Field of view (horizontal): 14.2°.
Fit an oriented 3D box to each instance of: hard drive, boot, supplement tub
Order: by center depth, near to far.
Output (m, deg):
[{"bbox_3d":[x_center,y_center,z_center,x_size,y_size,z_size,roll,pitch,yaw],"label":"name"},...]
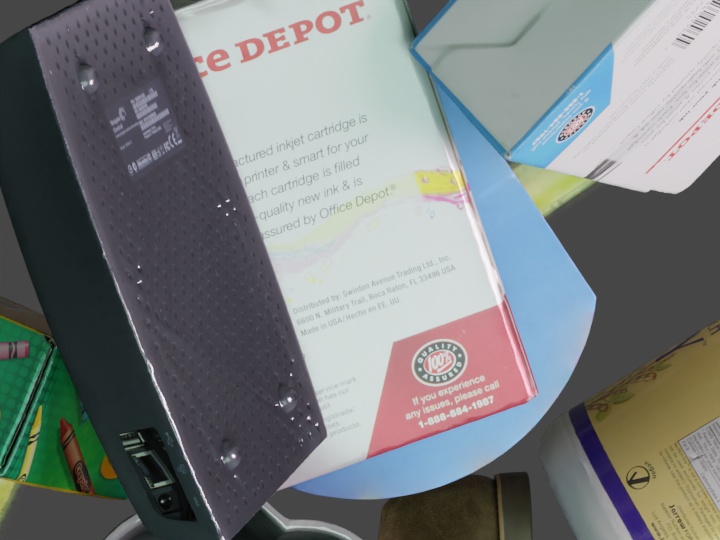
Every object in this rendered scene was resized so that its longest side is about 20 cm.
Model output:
[{"bbox_3d":[-0.078,-0.005,1.083,0.042,0.135,0.200,-16,101,22],"label":"hard drive"},{"bbox_3d":[0.198,0.084,1.297,0.200,0.145,0.145,-32,122,6],"label":"supplement tub"},{"bbox_3d":[0.044,0.195,1.340,0.075,0.074,0.200,-1,79,-2],"label":"boot"}]

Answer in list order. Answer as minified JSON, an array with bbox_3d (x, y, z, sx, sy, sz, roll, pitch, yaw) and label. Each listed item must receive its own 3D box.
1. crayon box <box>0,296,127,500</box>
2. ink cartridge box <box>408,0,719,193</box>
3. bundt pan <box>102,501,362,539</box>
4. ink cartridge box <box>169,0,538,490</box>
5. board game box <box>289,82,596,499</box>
[{"bbox_3d":[-0.187,0.025,1.131,0.200,0.119,0.058,22,89,20],"label":"crayon box"},{"bbox_3d":[0.116,-0.099,1.190,0.116,0.068,0.200,-47,159,16],"label":"ink cartridge box"},{"bbox_3d":[-0.060,0.189,1.127,0.202,0.076,0.202,1,85,-12],"label":"bundt pan"},{"bbox_3d":[-0.029,-0.023,1.189,0.146,0.083,0.200,-19,102,-1],"label":"ink cartridge box"},{"bbox_3d":[0.000,0.000,1.261,0.158,0.039,0.200,-34,102,1],"label":"board game box"}]
